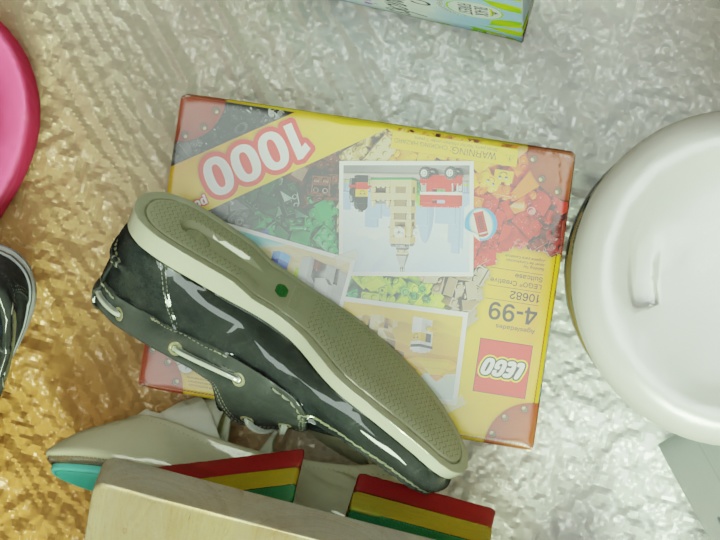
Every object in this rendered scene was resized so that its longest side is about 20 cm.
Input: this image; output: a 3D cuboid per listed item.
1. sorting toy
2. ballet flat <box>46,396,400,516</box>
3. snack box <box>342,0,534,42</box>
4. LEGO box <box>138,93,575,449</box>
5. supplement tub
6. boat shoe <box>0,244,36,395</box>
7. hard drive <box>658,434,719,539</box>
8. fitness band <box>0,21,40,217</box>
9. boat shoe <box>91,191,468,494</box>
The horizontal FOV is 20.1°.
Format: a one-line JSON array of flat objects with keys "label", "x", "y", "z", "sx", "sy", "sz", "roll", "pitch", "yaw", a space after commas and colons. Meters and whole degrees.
[{"label": "sorting toy", "x": -0.038, "y": 0.169, "z": 0.998, "sx": 0.197, "sy": 0.070, "sz": 0.201, "roll": 15, "pitch": 132, "yaw": -1}, {"label": "ballet flat", "x": -0.060, "y": 0.101, "z": 1.049, "sx": 0.199, "sy": 0.069, "sz": 0.070, "roll": 15, "pitch": 92, "yaw": 3}, {"label": "snack box", "x": 0.005, "y": -0.168, "z": 0.967, "sx": 0.167, "sy": 0.200, "sz": 0.068, "roll": 13, "pitch": 92, "yaw": 4}, {"label": "LEGO box", "x": 0.000, "y": 0.000, "z": 1.030, "sx": 0.198, "sy": 0.077, "sz": 0.150, "roll": 8, "pitch": 91, "yaw": 5}, {"label": "supplement tub", "x": 0.168, "y": 0.003, "z": 0.954, "sx": 0.143, "sy": 0.200, "sz": 0.146, "roll": 0, "pitch": 90, "yaw": 4}, {"label": "boat shoe", "x": -0.220, "y": 0.083, "z": 1.042, "sx": 0.070, "sy": 0.066, "sz": 0.201, "roll": 26, "pitch": 102, "yaw": -6}, {"label": "hard drive", "x": 0.260, "y": 0.086, "z": 0.993, "sx": 0.199, "sy": 0.132, "sz": 0.026, "roll": -29, "pitch": 131, "yaw": 5}, {"label": "fitness band", "x": -0.257, "y": -0.058, "z": 1.072, "sx": 0.143, "sy": 0.037, "sz": 0.201, "roll": 35, "pitch": 94, "yaw": 3}, {"label": "boat shoe", "x": -0.037, "y": 0.045, "z": 0.966, "sx": 0.199, "sy": 0.072, "sz": 0.068, "roll": 35, "pitch": 111, "yaw": 3}]
